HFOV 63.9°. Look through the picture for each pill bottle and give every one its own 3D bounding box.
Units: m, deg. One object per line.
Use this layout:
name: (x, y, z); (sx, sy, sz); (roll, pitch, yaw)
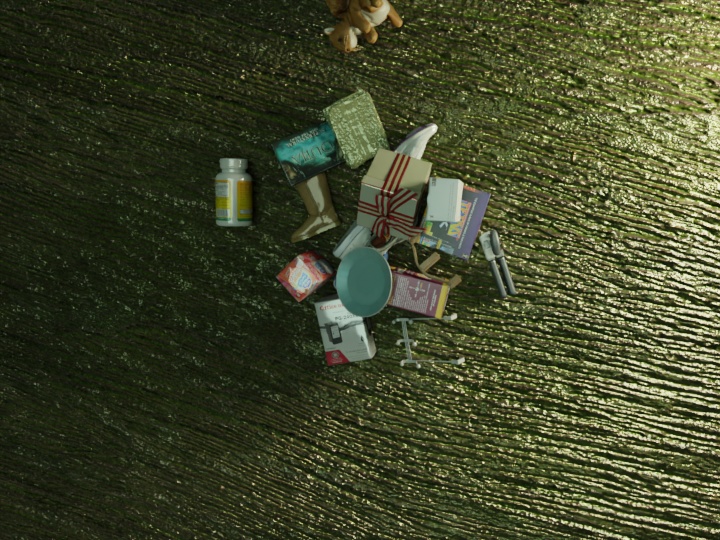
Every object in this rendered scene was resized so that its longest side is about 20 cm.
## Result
pill bottle: (-0.386, -0.239, 1.765); (0.112, 0.113, 0.202); (3, 99, 12)

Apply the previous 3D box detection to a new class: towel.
towel: (-0.008, -0.412, 1.684); (0.148, 0.036, 0.201); (-25, 92, 1)

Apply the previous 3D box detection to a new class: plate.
plate: (0.013, 0.032, 1.646); (0.199, 0.025, 0.202); (-1, 88, 38)

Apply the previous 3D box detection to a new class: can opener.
can opener: (0.392, -0.018, 1.652); (0.052, 0.066, 0.201); (-18, 98, 13)

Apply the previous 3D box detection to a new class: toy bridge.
toy bridge: (0.192, -0.023, 1.616); (0.067, 0.027, 0.200); (-41, 66, 1)

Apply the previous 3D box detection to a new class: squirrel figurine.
squirrel figurine: (-0.020, -0.718, 1.622); (0.186, 0.141, 0.201); (-36, 75, 25)

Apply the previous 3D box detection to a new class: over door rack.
over door rack: (0.194, 0.209, 1.706); (0.199, 0.067, 0.149); (-7, 97, 27)

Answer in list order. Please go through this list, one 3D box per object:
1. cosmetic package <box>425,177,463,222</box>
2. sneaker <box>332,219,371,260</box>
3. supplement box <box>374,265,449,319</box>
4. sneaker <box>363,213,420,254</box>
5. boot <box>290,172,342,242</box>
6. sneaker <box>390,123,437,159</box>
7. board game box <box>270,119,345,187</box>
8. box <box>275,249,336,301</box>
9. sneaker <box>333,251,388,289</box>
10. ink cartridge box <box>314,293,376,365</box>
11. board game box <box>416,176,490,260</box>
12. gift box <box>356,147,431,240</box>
cosmetic package: (0.225, -0.186, 1.534); (0.081, 0.200, 0.114); (5, 99, 11)
sneaker: (0.002, -0.108, 1.729); (0.071, 0.073, 0.200); (36, 107, -17)
supplement box: (0.154, 0.060, 1.679); (0.199, 0.131, 0.104); (14, 99, 10)
sneaker: (0.097, -0.110, 1.678); (0.200, 0.079, 0.074); (-39, 87, -8)
boot: (-0.163, -0.203, 1.749); (0.174, 0.066, 0.201); (-22, 94, 2)
sneaker: (0.152, -0.338, 1.662); (0.200, 0.075, 0.100); (-40, 102, 19)
board game box: (-0.145, -0.347, 1.697); (0.199, 0.028, 0.136); (-27, 92, -11)
box: (-0.155, 0.012, 1.704); (0.095, 0.200, 0.103); (-43, 89, 13)
sneaker: (0.000, 0.000, 1.730); (0.200, 0.082, 0.074); (-38, 87, 12)
ink cartridge box: (-0.046, 0.173, 1.763); (0.144, 0.083, 0.201); (-11, 96, 14)
board game box: (0.264, -0.151, 1.662); (0.164, 0.057, 0.201); (19, 102, 11)
gift box: (0.102, -0.204, 1.589); (0.199, 0.187, 0.185); (16, 142, 12)
